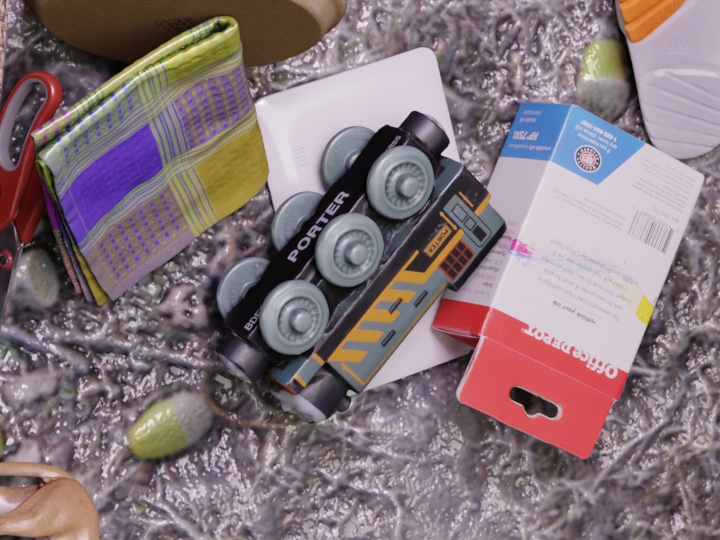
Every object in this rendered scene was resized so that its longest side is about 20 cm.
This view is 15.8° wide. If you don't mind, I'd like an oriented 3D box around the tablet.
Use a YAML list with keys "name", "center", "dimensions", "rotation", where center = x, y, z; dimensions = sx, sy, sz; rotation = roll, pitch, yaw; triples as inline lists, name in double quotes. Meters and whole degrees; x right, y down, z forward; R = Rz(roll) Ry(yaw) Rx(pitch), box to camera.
- name: "tablet"
  center: [0.012, -0.029, 1.637]
  dimensions: [0.130, 0.014, 0.200]
  rotation: [-19, 105, -20]

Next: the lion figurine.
- name: "lion figurine"
  center: [-0.178, 0.187, 1.556]
  dimensions: [0.122, 0.072, 0.200]
  rotation: [-15, 99, -28]

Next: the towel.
- name: "towel"
  center: [-0.117, -0.061, 1.503]
  dimensions: [0.144, 0.200, 0.023]
  rotation: [-35, 67, -13]

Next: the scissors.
- name: "scissors"
  center: [-0.210, -0.021, 1.537]
  dimensions: [0.014, 0.073, 0.200]
  rotation: [-9, 129, -58]

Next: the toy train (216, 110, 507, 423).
- name: "toy train"
  center: [0.000, 0.000, 1.587]
  dimensions: [0.200, 0.085, 0.114]
  rotation: [-52, 122, -9]

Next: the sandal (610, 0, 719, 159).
- name: "sandal"
  center: [0.197, -0.170, 1.677]
  dimensions: [0.079, 0.059, 0.207]
  rotation: [-10, 123, -5]

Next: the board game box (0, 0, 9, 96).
- name: "board game box"
  center: [-0.289, -0.112, 1.448]
  dimensions: [0.159, 0.097, 0.200]
  rotation: [4, 96, -24]

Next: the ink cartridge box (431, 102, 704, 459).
- name: "ink cartridge box"
  center: [0.125, 0.006, 1.652]
  dimensions: [0.116, 0.067, 0.200]
  rotation: [26, 83, -27]

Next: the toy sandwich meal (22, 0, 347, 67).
- name: "toy sandwich meal"
  center: [-0.101, -0.170, 1.469]
  dimensions: [0.205, 0.205, 0.070]
  rotation: [9, 75, -24]
